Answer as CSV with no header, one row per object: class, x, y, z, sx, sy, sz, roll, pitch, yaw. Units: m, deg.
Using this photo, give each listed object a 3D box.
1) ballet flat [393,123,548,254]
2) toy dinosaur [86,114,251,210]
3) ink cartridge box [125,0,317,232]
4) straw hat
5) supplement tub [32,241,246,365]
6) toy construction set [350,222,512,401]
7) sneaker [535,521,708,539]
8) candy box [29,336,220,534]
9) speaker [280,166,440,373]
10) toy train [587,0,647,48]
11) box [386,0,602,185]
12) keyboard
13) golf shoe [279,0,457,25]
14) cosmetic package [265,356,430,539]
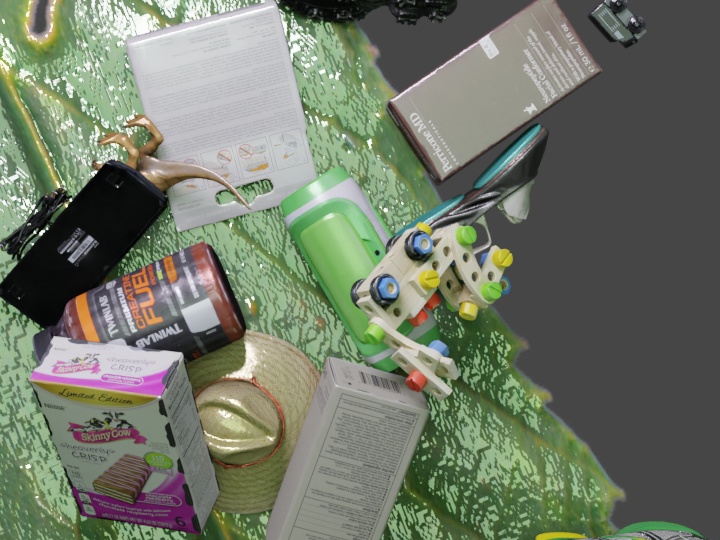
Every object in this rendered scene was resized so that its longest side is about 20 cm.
ballet flat,0.124,-0.064,1.458,0.199,0.068,0.069,-38,100,8
toy dinosaur,-0.206,-0.099,1.433,0.198,0.061,0.107,-12,115,23
ink cartridge box,-0.138,-0.158,1.466,0.159,0.050,0.202,-14,108,-2
straw hat,-0.126,0.154,1.432,0.199,0.085,0.204,0,89,-2
supplement tub,-0.220,0.057,1.420,0.198,0.107,0.108,-24,90,-2
toy construction set,0.068,0.032,1.367,0.131,0.092,0.201,50,44,-17
sneaker,0.263,0.302,1.443,0.198,0.085,0.079,-6,89,-3
candy box,-0.221,0.160,1.368,0.135,0.061,0.201,5,133,16
speaker,0.000,0.000,1.438,0.088,0.088,0.201,-30,91,-2
toy train,0.217,-0.308,1.477,0.046,0.034,0.200,-42,91,11
box,0.134,-0.184,1.452,0.199,0.075,0.101,-35,91,0
keyboard,-0.288,-0.037,1.433,0.104,0.040,0.200,39,109,-19
golf shoe,0.002,-0.306,1.457,0.198,0.078,0.096,4,72,-3
cosmetic package,-0.015,0.198,1.407,0.103,0.073,0.202,17,107,-14
